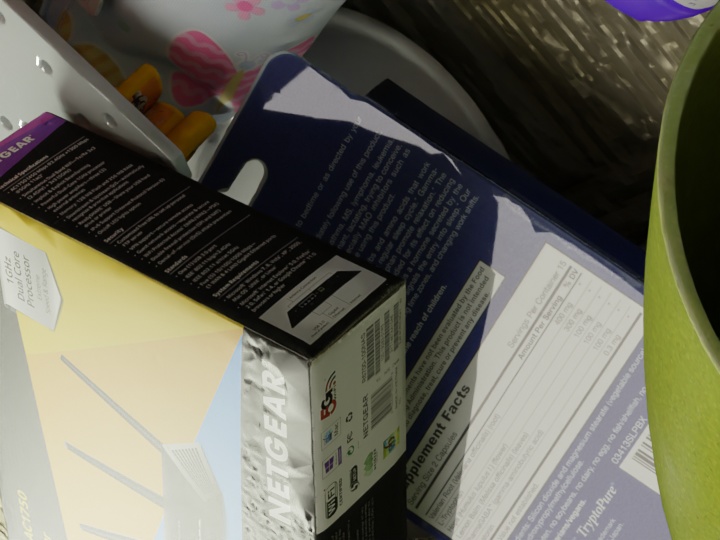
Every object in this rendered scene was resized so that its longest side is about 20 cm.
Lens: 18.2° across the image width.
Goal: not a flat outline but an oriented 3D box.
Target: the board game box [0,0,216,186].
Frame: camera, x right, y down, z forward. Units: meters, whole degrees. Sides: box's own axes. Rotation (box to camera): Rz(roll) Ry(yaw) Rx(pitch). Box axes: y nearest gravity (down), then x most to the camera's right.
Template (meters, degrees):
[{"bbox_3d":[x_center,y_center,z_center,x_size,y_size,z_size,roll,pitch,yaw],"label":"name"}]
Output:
[{"bbox_3d":[-0.147,-0.067,0.792,0.200,0.026,0.200,44,152,3],"label":"board game box"}]

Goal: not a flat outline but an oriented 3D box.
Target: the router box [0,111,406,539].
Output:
[{"bbox_3d":[-0.055,0.064,0.733,0.148,0.051,0.201,25,136,30],"label":"router box"}]

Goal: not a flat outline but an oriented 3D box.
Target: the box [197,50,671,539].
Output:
[{"bbox_3d":[0.031,0.023,0.745,0.199,0.032,0.122,34,114,4],"label":"box"}]

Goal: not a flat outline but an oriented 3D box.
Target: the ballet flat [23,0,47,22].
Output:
[{"bbox_3d":[-0.139,-0.090,0.847,0.075,0.064,0.201,31,145,7],"label":"ballet flat"}]

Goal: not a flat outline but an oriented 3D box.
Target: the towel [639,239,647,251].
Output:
[{"bbox_3d":[0.164,0.043,0.766,0.171,0.048,0.200,38,145,-2],"label":"towel"}]

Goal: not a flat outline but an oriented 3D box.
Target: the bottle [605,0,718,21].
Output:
[{"bbox_3d":[0.130,-0.130,0.582,0.084,0.066,0.199,45,143,-20],"label":"bottle"}]

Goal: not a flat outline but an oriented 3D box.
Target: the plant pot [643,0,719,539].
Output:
[{"bbox_3d":[0.152,0.037,0.603,0.186,0.188,0.201,28,151,10],"label":"plant pot"}]

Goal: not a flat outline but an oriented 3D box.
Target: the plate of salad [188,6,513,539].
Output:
[{"bbox_3d":[0.000,0.000,0.825,0.199,0.048,0.202,18,117,40],"label":"plate of salad"}]

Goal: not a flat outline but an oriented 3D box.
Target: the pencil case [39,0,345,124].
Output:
[{"bbox_3d":[-0.031,-0.125,0.702,0.090,0.084,0.200,20,148,-20],"label":"pencil case"}]
